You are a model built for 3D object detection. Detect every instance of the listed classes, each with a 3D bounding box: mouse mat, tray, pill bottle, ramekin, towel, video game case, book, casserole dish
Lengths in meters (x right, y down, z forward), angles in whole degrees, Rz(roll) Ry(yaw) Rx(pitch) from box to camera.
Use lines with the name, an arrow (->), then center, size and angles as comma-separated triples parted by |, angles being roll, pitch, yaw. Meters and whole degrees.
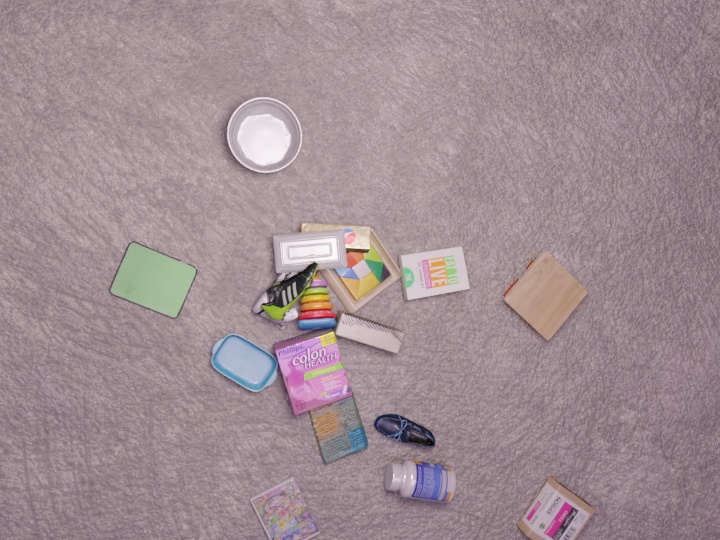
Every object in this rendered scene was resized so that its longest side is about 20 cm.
mouse mat -> -0.574, 0.028, 1.637 | 0.199, 0.008, 0.161 | 24, 91, -14
tray -> -0.139, -0.053, 1.628 | 0.199, 0.022, 0.108 | -5, 91, -4
pill bottle -> 0.180, 0.639, 1.796 | 0.199, 0.112, 0.112 | 14, 93, -12
ramekin -> -0.263, -0.364, 1.611 | 0.199, 0.105, 0.201 | -1, 95, -12
towel -> -0.068, 0.465, 1.776 | 0.146, 0.022, 0.201 | -18, 97, -10
video game case -> -0.226, 0.736, 1.771 | 0.143, 0.018, 0.201 | -25, 100, -9
book -> 0.218, 0.006, 1.769 | 0.199, 0.048, 0.134 | -10, 92, -16
casserole dish -> -0.332, 0.261, 1.693 | 0.200, 0.039, 0.121 | 34, 89, -12

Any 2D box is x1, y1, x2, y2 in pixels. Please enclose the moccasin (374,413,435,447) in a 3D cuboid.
moccasin -> 0.142, 0.486, 1.794 | 0.199, 0.068, 0.081 | 16, 92, -12

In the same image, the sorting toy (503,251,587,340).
sorting toy -> 0.566, 0.076, 1.839 | 0.199, 0.070, 0.200 | 41, 86, -12

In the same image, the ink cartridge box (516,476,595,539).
ink cartridge box -> 0.638, 0.806, 1.923 | 0.165, 0.075, 0.200 | 35, 89, -14

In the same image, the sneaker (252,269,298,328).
sneaker -> -0.207, 0.069, 1.683 | 0.115, 0.075, 0.200 | 40, 92, -13

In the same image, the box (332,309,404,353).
box -> 0.021, 0.180, 1.735 | 0.199, 0.082, 0.069 | 18, 91, -14

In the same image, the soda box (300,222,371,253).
soda box -> -0.072, -0.093, 1.678 | 0.199, 0.064, 0.068 | 3, 81, -4

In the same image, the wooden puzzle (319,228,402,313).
wooden puzzle -> 0.000, 0.000, 1.735 | 0.200, 0.037, 0.185 | -36, 101, -6

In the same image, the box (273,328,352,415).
box -> -0.138, 0.286, 1.704 | 0.175, 0.097, 0.201 | -17, 98, -9

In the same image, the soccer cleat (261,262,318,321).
soccer cleat -> -0.192, 0.048, 1.608 | 0.081, 0.068, 0.200 | 39, 99, -8

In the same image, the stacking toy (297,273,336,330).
stacking toy -> -0.130, 0.067, 1.690 | 0.109, 0.116, 0.201 | -4, 79, -6
